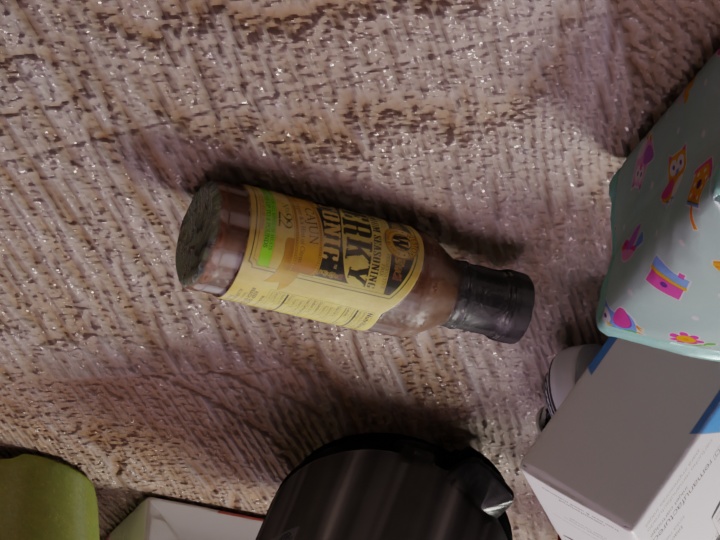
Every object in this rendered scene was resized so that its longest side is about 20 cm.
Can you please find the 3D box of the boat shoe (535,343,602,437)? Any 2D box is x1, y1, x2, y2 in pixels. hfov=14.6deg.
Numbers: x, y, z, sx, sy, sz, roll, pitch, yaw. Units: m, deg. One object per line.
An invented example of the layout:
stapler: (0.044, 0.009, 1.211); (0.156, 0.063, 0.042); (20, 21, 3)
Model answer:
boat shoe: (0.139, 0.103, 1.742); (0.067, 0.072, 0.200); (-3, 157, 22)

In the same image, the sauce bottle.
sauce bottle: (0.000, 0.000, 1.546); (0.199, 0.065, 0.065); (12, 153, -22)

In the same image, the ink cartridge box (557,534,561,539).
ink cartridge box: (0.210, 0.185, 1.773); (0.199, 0.163, 0.050); (-11, 126, 16)

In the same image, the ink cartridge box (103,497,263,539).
ink cartridge box: (-0.137, 0.235, 2.030); (0.116, 0.068, 0.200); (13, 152, -20)

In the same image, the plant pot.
plant pot: (-0.249, 0.228, 1.895); (0.199, 0.185, 0.201); (1, 154, 1)

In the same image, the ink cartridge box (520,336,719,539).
ink cartridge box: (0.185, 0.115, 1.646); (0.084, 0.145, 0.200); (29, 165, 29)

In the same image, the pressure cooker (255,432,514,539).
pressure cooker: (0.012, 0.203, 1.816); (0.175, 0.200, 0.180); (3, 121, 12)

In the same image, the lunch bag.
lunch bag: (0.242, -0.022, 1.416); (0.199, 0.123, 0.170); (15, 151, -11)
